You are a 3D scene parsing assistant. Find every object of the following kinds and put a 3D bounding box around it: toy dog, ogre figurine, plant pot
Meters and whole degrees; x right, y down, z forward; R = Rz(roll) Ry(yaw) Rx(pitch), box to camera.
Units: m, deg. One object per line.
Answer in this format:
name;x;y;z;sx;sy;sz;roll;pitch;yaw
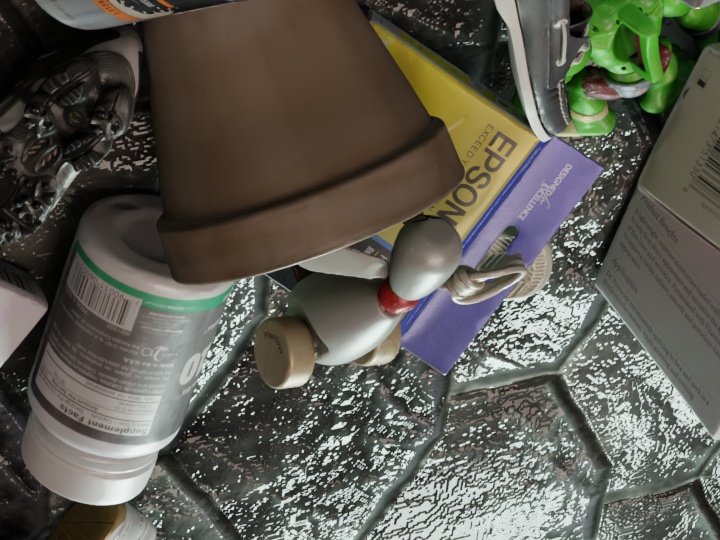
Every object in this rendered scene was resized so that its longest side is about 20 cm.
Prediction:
toy dog;0.000;0.000;1.470;0.200;0.096;0.132;-34;161;33
ogre figurine;0.183;-0.155;1.560;0.200;0.098;0.120;-14;145;-4
plant pot;-0.053;-0.107;1.401;0.200;0.200;0.174;-21;102;-12

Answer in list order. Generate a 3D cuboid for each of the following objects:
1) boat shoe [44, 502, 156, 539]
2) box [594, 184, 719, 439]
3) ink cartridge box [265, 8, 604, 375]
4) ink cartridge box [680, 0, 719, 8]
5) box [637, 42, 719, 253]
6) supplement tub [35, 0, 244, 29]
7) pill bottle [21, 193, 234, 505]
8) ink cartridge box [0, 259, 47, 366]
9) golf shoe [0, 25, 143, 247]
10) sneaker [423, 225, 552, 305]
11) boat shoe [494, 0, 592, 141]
boat shoe;-0.233;0.256;1.691;0.200;0.071;0.069;-44;133;9
box;0.323;0.018;1.708;0.200;0.199;0.131;1;127;-29
ink cartridge box;0.033;-0.046;1.538;0.200;0.047;0.198;34;108;-7
ink cartridge box;0.232;-0.255;1.426;0.200;0.147;0.083;-23;140;-43
box;0.319;-0.097;1.628;0.200;0.109;0.128;-16;138;-47
supplement tub;-0.096;-0.211;1.272;0.200;0.123;0.123;-7;148;34
pill bottle;-0.165;0.057;1.531;0.113;0.113;0.200;2;126;-31
ink cartridge box;-0.332;0.057;1.485;0.162;0.057;0.200;27;106;-42
golf shoe;-0.204;-0.086;1.415;0.200;0.095;0.078;-30;115;34
sneaker;0.038;-0.016;1.619;0.200;0.085;0.075;4;111;-3
boat shoe;0.120;-0.163;1.431;0.060;0.074;0.200;-15;135;6
